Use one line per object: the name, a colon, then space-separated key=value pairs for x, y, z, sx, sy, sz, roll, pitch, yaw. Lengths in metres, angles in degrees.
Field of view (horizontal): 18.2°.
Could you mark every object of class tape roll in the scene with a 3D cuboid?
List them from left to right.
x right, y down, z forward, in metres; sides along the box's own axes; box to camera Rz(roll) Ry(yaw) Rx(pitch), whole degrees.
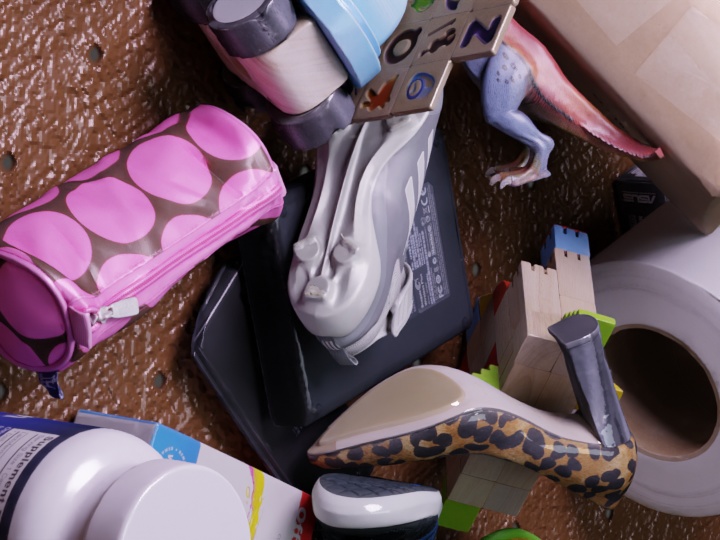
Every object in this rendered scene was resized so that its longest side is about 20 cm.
tape roll: x=0.244 y=0.057 z=1.612 sx=0.139 sy=0.202 sz=0.203 roll=-34 pitch=119 yaw=-43

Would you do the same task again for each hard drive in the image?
hard drive: x=0.000 y=0.000 z=1.410 sx=0.200 sy=0.033 sz=0.140 roll=-27 pitch=112 yaw=-54

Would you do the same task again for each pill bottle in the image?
pill bottle: x=-0.159 y=0.132 z=1.122 sx=0.116 sy=0.200 sz=0.116 roll=-8 pitch=100 yaw=-51

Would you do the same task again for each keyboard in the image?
keyboard: x=-0.039 y=0.066 z=1.404 sx=0.127 sy=0.021 sz=0.200 roll=-60 pitch=137 yaw=-33

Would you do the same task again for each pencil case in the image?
pencil case: x=-0.123 y=-0.018 z=1.236 sx=0.200 sy=0.093 sz=0.091 roll=-41 pitch=124 yaw=-42

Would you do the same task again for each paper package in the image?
paper package: x=0.199 y=-0.135 z=1.482 sx=0.103 sy=0.200 sz=0.191 roll=-42 pitch=170 yaw=0

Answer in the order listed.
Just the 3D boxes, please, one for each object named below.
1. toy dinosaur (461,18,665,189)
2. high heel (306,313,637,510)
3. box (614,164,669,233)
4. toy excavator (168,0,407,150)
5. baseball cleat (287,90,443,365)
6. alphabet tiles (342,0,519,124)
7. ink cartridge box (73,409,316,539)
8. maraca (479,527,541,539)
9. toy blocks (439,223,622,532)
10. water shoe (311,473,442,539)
toy dinosaur: x=0.086 y=-0.149 z=1.441 sx=0.105 sy=0.199 sz=0.182 roll=-43 pitch=123 yaw=-73
high heel: x=0.075 y=0.123 z=1.404 sx=0.199 sy=0.071 sz=0.143 roll=-21 pitch=121 yaw=-4
box: x=0.282 y=-0.036 z=1.769 sx=0.200 sy=0.048 sz=0.159 roll=-33 pitch=118 yaw=-44
toy excavator: x=-0.017 y=-0.190 z=1.331 sx=0.200 sy=0.194 sz=0.100 roll=-39 pitch=127 yaw=-8
baseball cleat: x=0.007 y=-0.040 z=1.350 sx=0.200 sy=0.070 sz=0.107 roll=-68 pitch=154 yaw=-23
alphabet tiles: x=0.026 y=-0.155 z=1.323 sx=0.006 sy=0.200 sz=0.167 roll=38 pitch=63 yaw=-33
ink cartridge box: x=-0.095 y=0.167 z=1.309 sx=0.200 sy=0.067 sz=0.117 roll=31 pitch=70 yaw=-49
maraca: x=0.106 y=0.267 z=1.536 sx=0.137 sy=0.107 sz=0.200 roll=-42 pitch=125 yaw=-32
toy blocks: x=0.105 y=0.060 z=1.502 sx=0.137 sy=0.100 sz=0.200 roll=-90 pitch=-162 yaw=-52
water shoe: x=0.014 y=0.167 z=1.363 sx=0.200 sy=0.071 sz=0.079 roll=27 pitch=71 yaw=-76
